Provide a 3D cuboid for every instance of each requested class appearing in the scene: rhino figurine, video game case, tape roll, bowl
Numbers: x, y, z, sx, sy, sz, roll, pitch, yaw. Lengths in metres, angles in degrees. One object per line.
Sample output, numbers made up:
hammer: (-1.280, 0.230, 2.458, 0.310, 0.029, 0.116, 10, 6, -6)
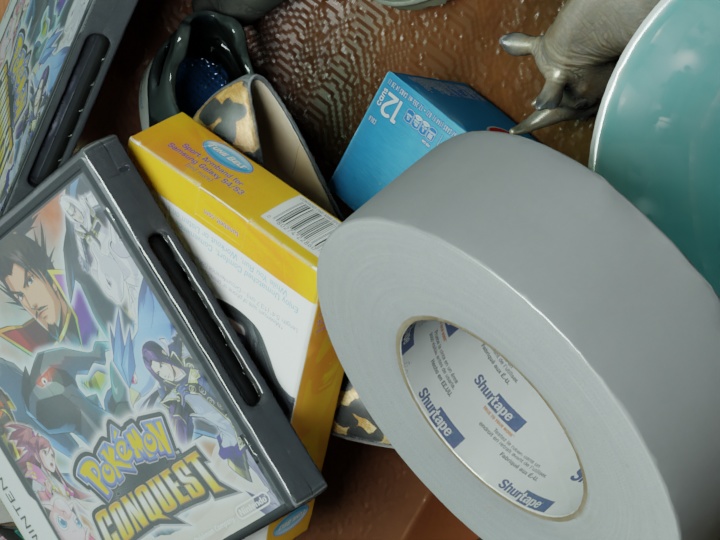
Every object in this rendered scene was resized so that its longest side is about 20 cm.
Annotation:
rhino figurine: (0.133, -0.124, 1.149, 0.200, 0.087, 0.060, -42, 63, 28)
video game case: (-0.122, 0.058, 1.205, 0.200, 0.025, 0.181, -34, 87, 48)
video game case: (-0.153, -0.127, 1.335, 0.200, 0.025, 0.181, -104, 36, -58)
tape roll: (0.074, 0.042, 1.069, 0.200, 0.066, 0.201, 38, 153, 23)
bowl: (0.205, -0.033, 1.076, 0.200, 0.105, 0.202, -4, 84, 38)

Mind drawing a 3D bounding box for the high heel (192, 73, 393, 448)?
high heel: (0.000, 0.000, 1.200, 0.200, 0.071, 0.143, 23, 124, 16)

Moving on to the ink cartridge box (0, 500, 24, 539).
ink cartridge box: (-0.199, 0.188, 1.402, 0.200, 0.067, 0.116, 36, 111, 34)

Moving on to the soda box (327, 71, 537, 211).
soda box: (0.079, -0.010, 1.199, 0.200, 0.064, 0.068, 42, 112, 33)

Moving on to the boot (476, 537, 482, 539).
boot: (0.064, 0.144, 1.214, 0.200, 0.072, 0.167, 36, 97, 35)

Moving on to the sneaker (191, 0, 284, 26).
sneaker: (-0.082, -0.216, 1.339, 0.091, 0.076, 0.201, -34, 63, 42)

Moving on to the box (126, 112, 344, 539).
box: (-0.065, 0.040, 1.199, 0.119, 0.041, 0.200, 35, 135, 25)

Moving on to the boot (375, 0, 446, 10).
boot: (0.013, -0.198, 1.177, 0.182, 0.200, 0.073, -40, 64, 29)

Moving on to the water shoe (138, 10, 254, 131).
water shoe: (-0.066, -0.032, 1.294, 0.079, 0.071, 0.200, 120, 134, -62)
